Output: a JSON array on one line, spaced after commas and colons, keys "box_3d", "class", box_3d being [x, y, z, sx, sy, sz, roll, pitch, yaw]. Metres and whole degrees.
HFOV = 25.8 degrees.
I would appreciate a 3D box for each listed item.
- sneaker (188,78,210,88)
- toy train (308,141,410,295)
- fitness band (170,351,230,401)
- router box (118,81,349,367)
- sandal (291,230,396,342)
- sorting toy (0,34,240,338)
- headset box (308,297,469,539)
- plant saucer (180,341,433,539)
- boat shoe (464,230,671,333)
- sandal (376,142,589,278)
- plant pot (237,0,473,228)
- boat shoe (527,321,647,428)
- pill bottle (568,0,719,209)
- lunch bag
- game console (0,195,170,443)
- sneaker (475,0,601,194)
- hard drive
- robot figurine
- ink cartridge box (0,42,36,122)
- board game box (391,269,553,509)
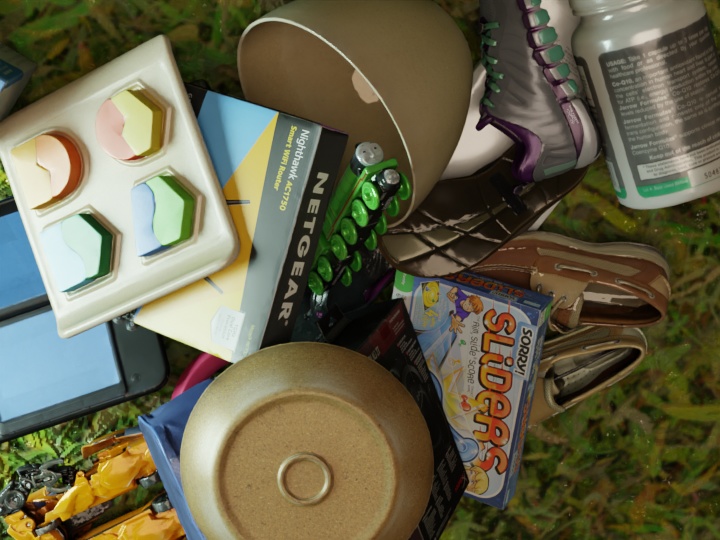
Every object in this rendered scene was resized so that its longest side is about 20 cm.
[{"box_3d": [-0.164, -0.057, 1.359, 0.114, 0.076, 0.200, -11, 101, 4], "class": "sneaker"}, {"box_3d": [-0.010, -0.042, 1.283, 0.042, 0.200, 0.057, -19, 71, -26], "class": "toy train"}, {"box_3d": [-0.091, 0.158, 1.410, 0.143, 0.037, 0.201, -21, 100, -15], "class": "fitness band"}, {"box_3d": [-0.107, -0.037, 1.265, 0.149, 0.051, 0.201, 19, 97, 27], "class": "router box"}, {"box_3d": [0.000, -0.001, 1.388, 0.200, 0.048, 0.075, -39, 102, 8], "class": "sandal"}, {"box_3d": [-0.203, -0.067, 1.264, 0.185, 0.036, 0.201, -23, 78, 24], "class": "sorting toy"}, {"box_3d": [0.011, 0.125, 1.311, 0.077, 0.149, 0.200, -17, 102, 21], "class": "headset box"}, {"box_3d": [-0.042, 0.156, 1.217, 0.200, 0.035, 0.201, 0, 100, 0], "class": "plant saucer"}, {"box_3d": [0.175, 0.015, 1.372, 0.199, 0.072, 0.076, 0, 136, 0], "class": "boat shoe"}, {"box_3d": [0.107, -0.057, 1.348, 0.200, 0.055, 0.082, -35, 84, -9], "class": "sandal"}, {"box_3d": [0.015, -0.155, 1.294, 0.134, 0.200, 0.201, -41, 104, -25], "class": "plant pot"}, {"box_3d": [0.162, 0.102, 1.401, 0.200, 0.076, 0.072, -32, 105, 10], "class": "boat shoe"}, {"box_3d": [0.239, -0.161, 1.293, 0.113, 0.113, 0.200, -18, 105, 3], "class": "pill bottle"}, {"box_3d": [-0.087, 0.186, 1.323, 0.132, 0.136, 0.200, -24, 103, -14], "class": "lunch bag"}, {"box_3d": [-0.287, 0.039, 1.351, 0.199, 0.118, 0.171, -19, 71, 4], "class": "game console"}, {"box_3d": [0.122, -0.166, 1.297, 0.087, 0.074, 0.200, -26, 91, -6], "class": "sneaker"}, {"box_3d": [0.152, -0.137, 1.368, 0.132, 0.027, 0.200, 36, 100, -10], "class": "hard drive"}, {"box_3d": [-0.233, 0.218, 1.434, 0.200, 0.058, 0.145, -24, 103, 4], "class": "robot figurine"}, {"box_3d": [-0.381, -0.182, 1.284, 0.200, 0.145, 0.084, 32, 101, -9], "class": "ink cartridge box"}, {"box_3d": [0.085, 0.098, 1.377, 0.135, 0.034, 0.201, 17, 116, 20], "class": "board game box"}]
